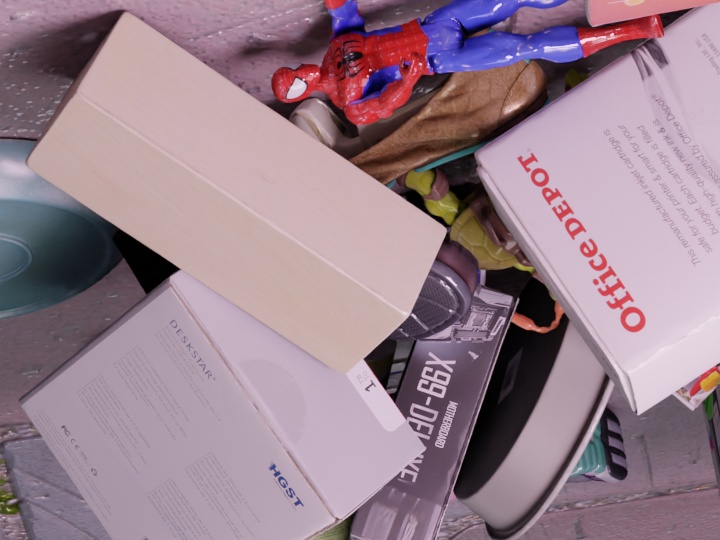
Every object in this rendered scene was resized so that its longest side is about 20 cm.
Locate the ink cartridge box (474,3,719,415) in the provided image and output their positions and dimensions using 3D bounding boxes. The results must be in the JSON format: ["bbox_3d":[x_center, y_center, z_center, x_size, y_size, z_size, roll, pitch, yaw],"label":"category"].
[{"bbox_3d":[0.181,-0.045,1.280,0.199,0.147,0.086,-33,159,0],"label":"ink cartridge box"}]

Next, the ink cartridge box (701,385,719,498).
[{"bbox_3d":[0.314,0.098,1.646,0.145,0.201,0.147,-6,155,-5],"label":"ink cartridge box"}]

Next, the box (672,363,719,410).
[{"bbox_3d":[0.219,-0.025,1.405,0.200,0.035,0.110,-47,125,10],"label":"box"}]

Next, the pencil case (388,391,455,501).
[{"bbox_3d":[-0.010,0.136,1.631,0.199,0.088,0.087,-22,164,-32],"label":"pencil case"}]

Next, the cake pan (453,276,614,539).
[{"bbox_3d":[0.110,0.070,1.542,0.037,0.201,0.200,24,147,-9],"label":"cake pan"}]

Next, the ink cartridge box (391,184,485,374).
[{"bbox_3d":[0.030,0.011,1.554,0.094,0.037,0.200,-9,153,-3],"label":"ink cartridge box"}]

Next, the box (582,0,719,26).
[{"bbox_3d":[0.156,-0.208,1.045,0.151,0.107,0.200,-11,155,2],"label":"box"}]

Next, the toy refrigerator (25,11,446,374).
[{"bbox_3d":[-0.062,-0.040,1.267,0.199,0.070,0.076,33,142,-10],"label":"toy refrigerator"}]

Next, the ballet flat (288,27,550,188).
[{"bbox_3d":[0.007,-0.072,1.332,0.199,0.073,0.068,-30,-166,30],"label":"ballet flat"}]

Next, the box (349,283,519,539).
[{"bbox_3d":[0.038,0.100,1.470,0.049,0.159,0.200,19,167,3],"label":"box"}]

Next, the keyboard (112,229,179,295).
[{"bbox_3d":[-0.074,0.038,1.439,0.104,0.040,0.201,-5,126,38],"label":"keyboard"}]

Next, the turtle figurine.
[{"bbox_3d":[0.080,-0.042,1.399,0.200,0.065,0.161,38,120,-25],"label":"turtle figurine"}]

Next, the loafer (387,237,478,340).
[{"bbox_3d":[0.000,0.000,1.395,0.072,0.063,0.199,44,149,-21],"label":"loafer"}]

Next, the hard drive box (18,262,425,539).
[{"bbox_3d":[-0.081,0.086,1.370,0.077,0.156,0.200,-35,-179,-38],"label":"hard drive box"}]

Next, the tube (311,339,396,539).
[{"bbox_3d":[-0.024,0.119,1.518,0.058,0.052,0.201,14,122,2],"label":"tube"}]

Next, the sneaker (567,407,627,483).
[{"bbox_3d":[0.122,0.123,1.786,0.087,0.075,0.200,-14,156,22],"label":"sneaker"}]

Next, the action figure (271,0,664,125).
[{"bbox_3d":[0.043,-0.124,1.234,0.199,0.066,0.099,-16,163,12],"label":"action figure"}]

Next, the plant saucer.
[{"bbox_3d":[-0.219,-0.015,1.417,0.199,0.028,0.200,-8,156,-4],"label":"plant saucer"}]
